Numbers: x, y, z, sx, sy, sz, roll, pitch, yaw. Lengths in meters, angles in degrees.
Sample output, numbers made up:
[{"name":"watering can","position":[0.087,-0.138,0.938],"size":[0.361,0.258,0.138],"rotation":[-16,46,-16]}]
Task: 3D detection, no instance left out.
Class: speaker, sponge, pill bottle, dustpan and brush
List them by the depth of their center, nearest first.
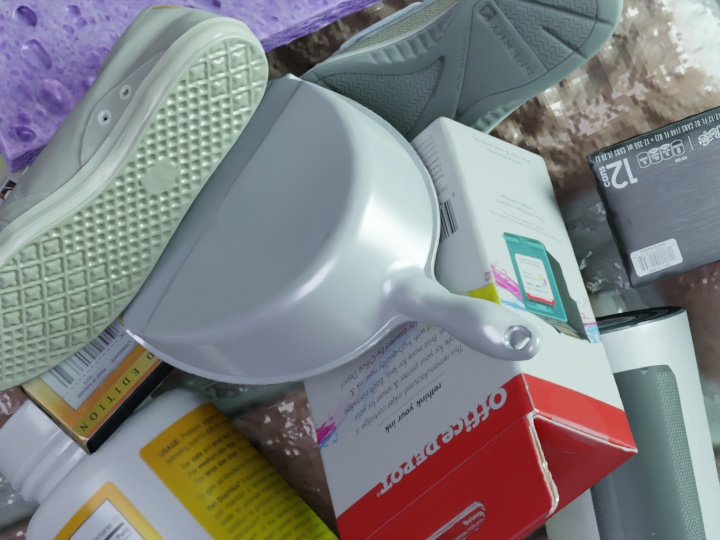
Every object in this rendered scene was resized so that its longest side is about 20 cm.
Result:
[{"name":"dustpan and brush","position":[0.000,0.000,1.217],"size":[0.200,0.057,0.140],"rotation":[18,73,54]},{"name":"speaker","position":[0.123,0.121,1.290],"size":[0.081,0.081,0.201],"rotation":[-10,93,17]},{"name":"sponge","position":[-0.088,-0.136,1.302],"size":[0.199,0.030,0.112],"rotation":[-25,78,-7]},{"name":"pill bottle","position":[-0.076,0.131,1.333],"size":[0.109,0.109,0.200],"rotation":[-45,82,16]}]

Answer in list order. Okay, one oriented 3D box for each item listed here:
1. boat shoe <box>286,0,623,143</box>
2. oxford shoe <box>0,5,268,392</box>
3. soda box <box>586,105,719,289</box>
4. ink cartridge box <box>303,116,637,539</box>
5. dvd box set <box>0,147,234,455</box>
[{"name":"boat shoe","position":[0.034,-0.086,1.309],"size":[0.202,0.065,0.075],"rotation":[-35,95,22]},{"name":"oxford shoe","position":[-0.117,-0.032,1.252],"size":[0.200,0.075,0.058],"rotation":[-52,48,4]},{"name":"soda box","position":[0.202,-0.055,1.251],"size":[0.199,0.071,0.064],"rotation":[-19,89,17]},{"name":"ink cartridge box","position":[0.041,0.051,1.236],"size":[0.116,0.067,0.201],"rotation":[-40,47,31]},{"name":"dvd box set","position":[-0.143,-0.037,1.307],"size":[0.200,0.029,0.146],"rotation":[40,79,11]}]
